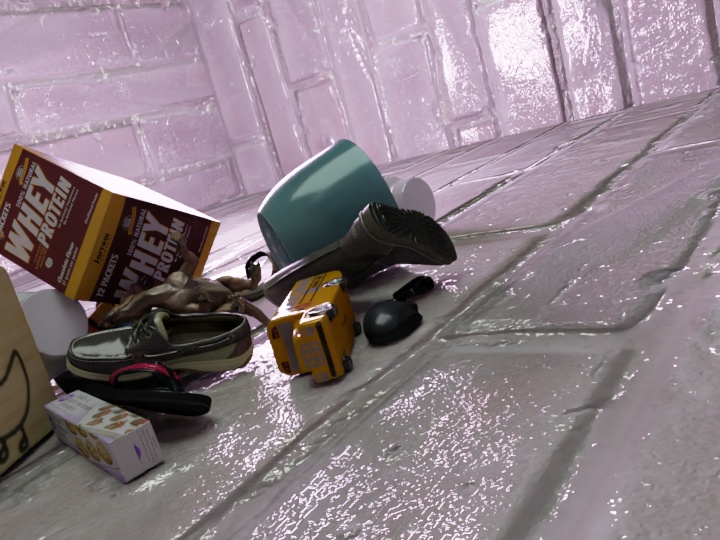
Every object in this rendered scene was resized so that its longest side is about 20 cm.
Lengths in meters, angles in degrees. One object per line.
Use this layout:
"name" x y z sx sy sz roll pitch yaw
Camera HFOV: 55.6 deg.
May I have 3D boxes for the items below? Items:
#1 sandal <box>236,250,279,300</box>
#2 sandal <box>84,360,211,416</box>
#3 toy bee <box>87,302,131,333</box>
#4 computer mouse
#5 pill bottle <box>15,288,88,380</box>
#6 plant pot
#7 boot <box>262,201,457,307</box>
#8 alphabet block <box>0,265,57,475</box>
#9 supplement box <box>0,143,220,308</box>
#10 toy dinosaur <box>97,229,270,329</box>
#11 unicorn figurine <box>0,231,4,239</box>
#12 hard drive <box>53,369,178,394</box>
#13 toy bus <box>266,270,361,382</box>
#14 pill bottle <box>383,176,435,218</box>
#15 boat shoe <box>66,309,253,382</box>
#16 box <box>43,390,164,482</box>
"sandal" -0.164 -0.003 1.156 0.079 0.058 0.201 -12 13 18
"sandal" -0.215 0.113 0.676 0.075 0.045 0.199 27 -22 -38
"toy bee" -0.356 0.066 0.972 0.131 0.109 0.200 -39 3 11
"computer mouse" 0.048 0.033 0.787 0.058 0.034 0.200 -12 12 20
"pill bottle" -0.417 0.092 0.841 0.199 0.113 0.112 -25 4 40
"plant pot" -0.052 -0.063 0.989 0.160 0.202 0.200 -30 16 -15
"boot" 0.000 -0.002 0.876 0.181 0.073 0.200 18 -47 -38
"alphabet block" -0.447 0.124 0.653 0.195 0.197 0.200 -12 14 8
"supplement box" -0.335 -0.051 0.895 0.196 0.134 0.200 24 4 27
"toy dinosaur" -0.200 0.037 0.827 0.199 0.086 0.135 19 -40 -31
"unicorn figurine" -0.445 -0.012 0.669 0.137 0.074 0.200 -26 -2 0
"hard drive" -0.263 0.102 0.858 0.134 0.043 0.200 -9 15 30
"toy bus" -0.047 0.056 0.731 0.078 0.066 0.200 -14 12 8
"pill bottle" 0.030 -0.109 1.243 0.199 0.115 0.114 -5 17 43
"boat shoe" -0.217 0.074 0.747 0.199 0.066 0.072 -1 35 -12
"box" -0.244 0.149 0.636 0.039 0.042 0.199 -25 16 -36
